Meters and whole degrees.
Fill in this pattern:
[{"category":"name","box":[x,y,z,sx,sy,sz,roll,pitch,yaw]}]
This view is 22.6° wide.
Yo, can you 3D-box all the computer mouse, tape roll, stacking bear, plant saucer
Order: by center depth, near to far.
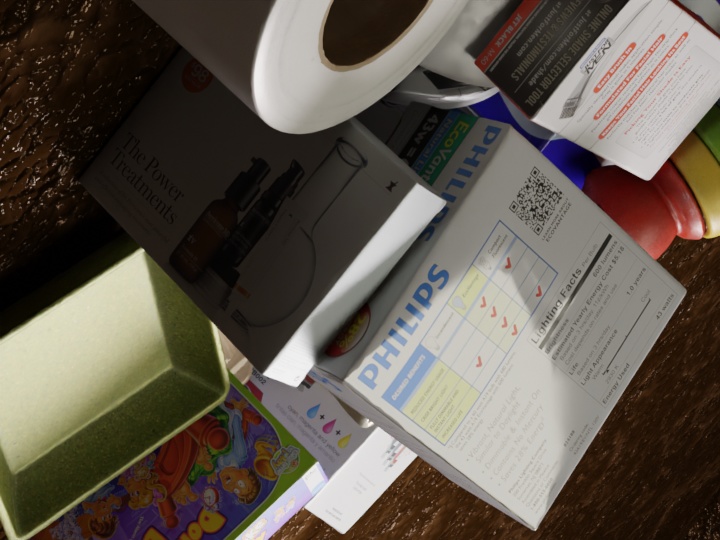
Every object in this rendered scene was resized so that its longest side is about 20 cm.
[{"category":"tape roll","box":[-0.031,-0.198,1.033,0.202,0.139,0.203,-39,158,-20]},{"category":"plant saucer","box":[-0.193,0.068,1.256,0.199,0.048,0.201,-34,143,-22]},{"category":"computer mouse","box":[0.034,-0.128,1.259,0.198,0.110,0.044,-16,113,-20]},{"category":"stacking bear","box":[0.244,-0.074,1.318,0.199,0.114,0.122,-33,148,-4]}]

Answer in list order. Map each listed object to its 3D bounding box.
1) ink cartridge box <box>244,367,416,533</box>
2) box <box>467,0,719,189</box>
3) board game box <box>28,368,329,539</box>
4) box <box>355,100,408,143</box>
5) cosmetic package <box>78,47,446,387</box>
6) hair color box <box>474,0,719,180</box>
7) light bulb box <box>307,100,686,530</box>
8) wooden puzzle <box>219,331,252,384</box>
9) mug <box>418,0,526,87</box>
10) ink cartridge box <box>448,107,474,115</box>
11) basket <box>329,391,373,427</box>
[{"category":"ink cartridge box","box":[-0.011,0.097,1.556,0.200,0.145,0.145,-47,158,-4]},{"category":"box","box":[0.200,-0.159,1.362,0.200,0.105,0.183,-49,147,13]},{"category":"board game box","box":[-0.142,0.176,1.367,0.200,0.134,0.045,-43,154,-11]},{"category":"box","box":[-0.024,-0.057,1.274,0.200,0.144,0.036,-40,157,-20]},{"category":"cosmetic package","box":[-0.065,-0.050,1.132,0.151,0.200,0.052,-50,152,6]},{"category":"hair color box","box":[0.169,-0.137,1.188,0.111,0.064,0.200,-50,153,13]},{"category":"light bulb box","box":[0.076,0.028,1.200,0.200,0.125,0.199,39,81,-32]},{"category":"wooden puzzle","box":[-0.176,0.087,1.389,0.185,0.037,0.200,-43,153,-11]},{"category":"mug","box":[0.081,-0.242,1.190,0.176,0.147,0.200,-60,-176,24]},{"category":"ink cartridge box","box":[0.107,-0.100,1.503,0.199,0.086,0.147,-32,142,-33]},{"category":"basket","box":[0.000,0.000,1.355,0.123,0.200,0.136,-27,151,-27]}]
